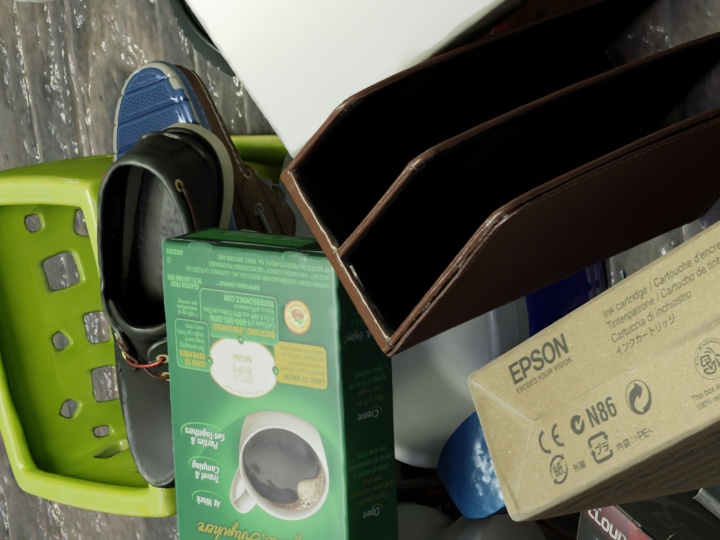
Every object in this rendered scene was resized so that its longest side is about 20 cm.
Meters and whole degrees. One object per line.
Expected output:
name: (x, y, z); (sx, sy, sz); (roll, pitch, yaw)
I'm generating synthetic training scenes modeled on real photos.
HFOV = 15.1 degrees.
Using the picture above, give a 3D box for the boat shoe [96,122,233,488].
boat shoe: (-0.107, 0.025, 1.430); (0.073, 0.063, 0.203); (14, 114, 26)

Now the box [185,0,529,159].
box: (0.032, -0.160, 1.253); (0.200, 0.128, 0.109); (-35, 90, 28)

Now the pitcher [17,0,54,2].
pitcher: (-0.178, -0.245, 1.554); (0.200, 0.120, 0.173); (-173, 88, -81)

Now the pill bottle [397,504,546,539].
pill bottle: (0.001, 0.187, 1.445); (0.199, 0.116, 0.117); (-12, 97, 32)

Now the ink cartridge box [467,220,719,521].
ink cartridge box: (0.170, 0.034, 1.158); (0.200, 0.164, 0.076); (-34, 70, 46)

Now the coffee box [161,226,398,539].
coffee box: (-0.039, 0.083, 1.356); (0.122, 0.044, 0.202); (5, 103, 40)

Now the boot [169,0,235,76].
boot: (-0.073, -0.222, 1.528); (0.199, 0.073, 0.163); (57, 149, 32)

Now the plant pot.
plant pot: (-0.109, 0.019, 1.609); (0.199, 0.181, 0.202); (2, 109, 57)

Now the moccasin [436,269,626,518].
moccasin: (0.122, 0.053, 1.351); (0.199, 0.068, 0.081); (-32, 75, 30)

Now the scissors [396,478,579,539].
scissors: (0.052, 0.112, 1.440); (0.073, 0.198, 0.014); (92, -172, -54)

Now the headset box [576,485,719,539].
headset box: (0.175, 0.193, 1.356); (0.149, 0.075, 0.201); (39, 137, 41)

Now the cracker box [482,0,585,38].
cracker box: (0.030, -0.174, 1.407); (0.199, 0.057, 0.135); (7, 112, 55)

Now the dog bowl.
dog bowl: (0.041, 0.000, 1.462); (0.200, 0.078, 0.201); (32, 131, 46)

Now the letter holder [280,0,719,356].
letter holder: (0.089, -0.065, 1.229); (0.101, 0.199, 0.142); (59, 147, 13)

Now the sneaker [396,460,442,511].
sneaker: (0.030, 0.198, 1.602); (0.085, 0.076, 0.201); (129, 128, -60)

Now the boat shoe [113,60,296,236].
boat shoe: (-0.076, -0.020, 1.479); (0.072, 0.072, 0.202); (-9, 98, 41)
